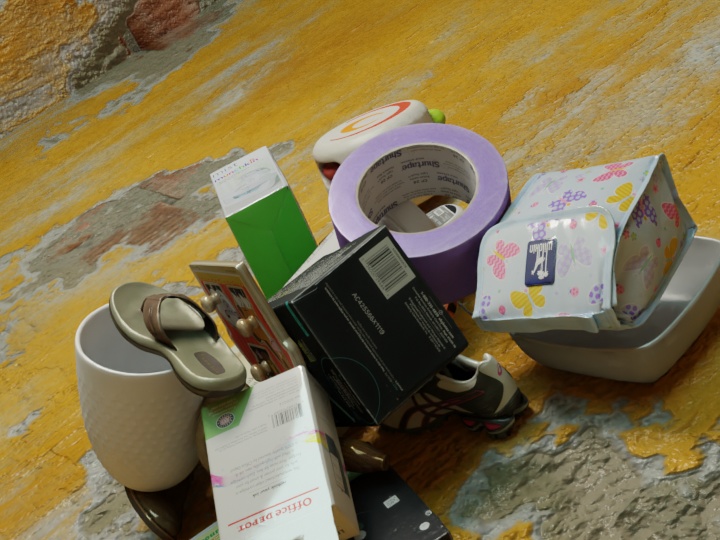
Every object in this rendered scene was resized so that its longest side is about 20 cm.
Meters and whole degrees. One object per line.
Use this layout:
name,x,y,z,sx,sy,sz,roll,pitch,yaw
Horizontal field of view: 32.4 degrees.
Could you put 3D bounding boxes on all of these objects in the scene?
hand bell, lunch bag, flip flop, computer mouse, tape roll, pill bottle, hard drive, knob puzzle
hand bell,-0.058,0.175,1.261,0.198,0.105,0.104,7,39,30
lunch bag,0.220,-0.017,1.249,0.168,0.128,0.201,-5,38,45
flip flop,-0.181,0.057,1.235,0.080,0.058,0.200,-19,38,-32
computer mouse,0.060,-0.017,1.649,0.199,0.044,0.110,-33,22,-2
tape roll,0.068,-0.063,1.362,0.197,0.085,0.202,-7,49,8
pill bottle,0.000,0.000,1.483,0.200,0.114,0.114,-48,28,-1
hard drive,-0.005,0.257,1.209,0.139,0.038,0.200,-31,28,-12
knob puzzle,-0.110,0.082,1.293,0.030,0.221,0.219,-35,28,-19

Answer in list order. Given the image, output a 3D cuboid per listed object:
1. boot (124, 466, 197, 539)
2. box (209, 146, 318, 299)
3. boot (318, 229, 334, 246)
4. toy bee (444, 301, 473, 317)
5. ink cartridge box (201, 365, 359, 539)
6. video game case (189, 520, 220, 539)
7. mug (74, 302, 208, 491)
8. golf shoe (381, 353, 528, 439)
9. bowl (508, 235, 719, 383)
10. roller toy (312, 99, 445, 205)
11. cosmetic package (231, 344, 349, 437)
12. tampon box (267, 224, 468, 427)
boot,-0.216,0.229,1.392,0.075,0.074,0.200,-38,24,6
box,-0.110,-0.040,1.659,0.096,0.201,0.177,-26,27,-3
boot,0.055,-0.035,1.568,0.200,0.145,0.071,-29,-17,2
toy bee,0.072,0.049,1.441,0.198,0.110,0.131,-19,-19,-6
ink cartridge box,-0.073,0.203,1.154,0.116,0.067,0.201,-23,49,10
video game case,-0.124,0.299,1.180,0.199,0.022,0.182,-34,27,-7
mug,-0.221,0.127,1.345,0.146,0.177,0.201,8,31,8
golf shoe,0.083,0.123,1.321,0.198,0.089,0.077,-5,34,37
bowl,0.278,0.045,1.305,0.198,0.075,0.200,6,39,47
roller toy,0.031,-0.152,1.807,0.198,0.141,0.183,-16,17,23
cosmetic package,-0.102,0.153,1.444,0.199,0.074,0.104,6,41,45
tampon box,-0.009,0.063,1.268,0.126,0.151,0.200,-38,5,-19
